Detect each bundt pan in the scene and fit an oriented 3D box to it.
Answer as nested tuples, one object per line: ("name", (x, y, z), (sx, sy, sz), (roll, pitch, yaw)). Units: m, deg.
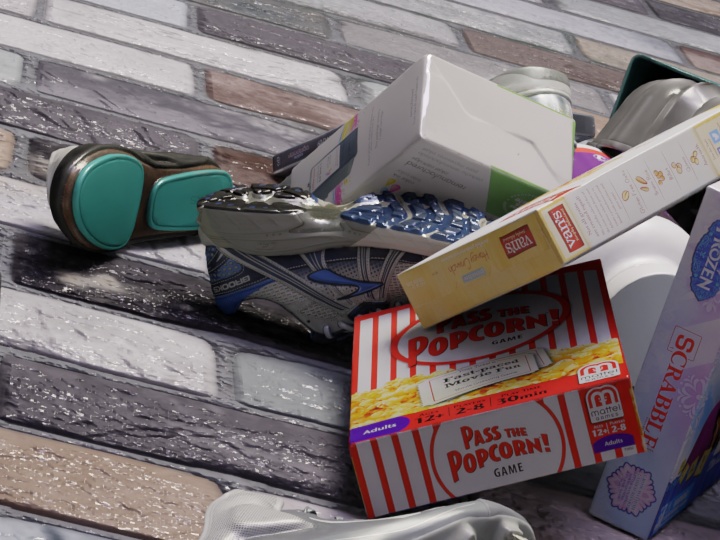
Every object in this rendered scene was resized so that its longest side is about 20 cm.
("bundt pan", (0.258, -0.065, 1.811), (0.201, 0.076, 0.202), (31, -7, 4))

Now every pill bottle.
("pill bottle", (0.157, -0.001, 1.713), (0.112, 0.113, 0.200), (11, 19, -19))

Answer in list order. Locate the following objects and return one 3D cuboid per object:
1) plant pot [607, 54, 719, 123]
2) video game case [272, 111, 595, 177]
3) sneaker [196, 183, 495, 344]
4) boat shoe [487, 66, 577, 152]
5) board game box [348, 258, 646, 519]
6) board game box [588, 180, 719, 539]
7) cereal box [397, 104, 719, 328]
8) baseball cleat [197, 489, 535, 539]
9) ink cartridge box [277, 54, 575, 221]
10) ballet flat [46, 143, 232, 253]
("plant pot", (0.267, -0.072, 2.006), (0.140, 0.142, 0.200), (23, 9, 15))
("video game case", (0.048, -0.087, 1.843), (0.142, 0.019, 0.200), (7, -13, -31))
("sneaker", (0.000, 0.000, 1.581), (0.198, 0.086, 0.077), (6, 19, 14))
("boat shoe", (0.065, -0.062, 1.741), (0.074, 0.201, 0.065), (15, 55, -41))
("board game box", (0.071, 0.061, 1.450), (0.150, 0.047, 0.200), (-14, 17, 4))
("board game box", (0.211, 0.035, 1.518), (0.041, 0.201, 0.200), (24, 20, 18))
("cereal box", (0.133, -0.037, 1.484), (0.199, 0.040, 0.144), (-27, 0, -35))
("baseball cleat", (-0.004, 0.130, 1.247), (0.106, 0.070, 0.199), (31, 22, 36))
("ink cartridge box", (0.031, -0.044, 1.665), (0.116, 0.200, 0.068), (21, 54, -25))
("ballet flat", (-0.154, -0.047, 1.650), (0.068, 0.069, 0.200), (15, 5, 25))
